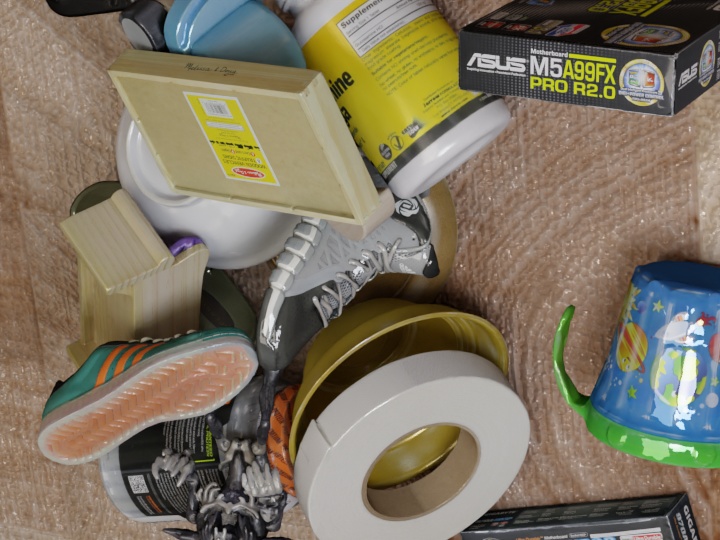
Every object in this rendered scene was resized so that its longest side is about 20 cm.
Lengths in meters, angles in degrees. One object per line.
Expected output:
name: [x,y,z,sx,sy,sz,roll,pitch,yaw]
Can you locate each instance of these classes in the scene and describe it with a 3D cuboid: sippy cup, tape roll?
sippy cup: [0.245,0.065,1.518,0.176,0.140,0.131,2,104,-17]
tape roll: [0.042,0.152,1.629,0.037,0.201,0.204,57,134,43]

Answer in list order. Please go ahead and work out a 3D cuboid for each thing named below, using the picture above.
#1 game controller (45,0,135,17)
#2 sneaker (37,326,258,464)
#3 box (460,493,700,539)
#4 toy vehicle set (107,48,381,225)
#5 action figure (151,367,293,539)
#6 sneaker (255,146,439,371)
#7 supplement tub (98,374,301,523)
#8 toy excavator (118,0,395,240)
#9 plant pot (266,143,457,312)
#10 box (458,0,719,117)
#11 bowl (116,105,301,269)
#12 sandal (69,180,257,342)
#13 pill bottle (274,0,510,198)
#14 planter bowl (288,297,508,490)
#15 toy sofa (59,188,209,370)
game controller: [-0.190,-0.272,1.681,0.199,0.042,0.105,-3,108,30]
sneaker: [-0.173,0.081,1.607,0.199,0.080,0.071,-24,130,16]
box: [0.195,0.274,1.673,0.199,0.046,0.160,-10,104,33]
toy vehicle set: [-0.088,-0.100,1.492,0.199,0.027,0.125,11,140,38]
action figure: [-0.108,0.162,1.631,0.118,0.102,0.202,2,83,15]
sneaker: [0.000,0.000,1.574,0.115,0.201,0.075,19,159,12]
supplement tub: [-0.122,0.157,1.764,0.199,0.122,0.123,-8,105,33]
toy excavator: [-0.071,-0.128,1.534,0.199,0.100,0.195,31,151,40]
plant pot: [-0.013,-0.042,1.680,0.199,0.027,0.202,11,115,25]
box: [0.181,-0.163,1.412,0.159,0.200,0.045,10,114,28]
bowl: [-0.130,-0.100,1.651,0.200,0.090,0.203,1,92,28]
sandal: [-0.165,-0.007,1.746,0.201,0.080,0.057,41,168,2]
pill bottle: [0.017,-0.165,1.558,0.112,0.112,0.201,-40,84,35]
planter bowl: [0.016,0.084,1.647,0.084,0.199,0.201,56,132,39]
toy sofa: [-0.190,0.025,1.685,0.083,0.097,0.201,52,155,27]
